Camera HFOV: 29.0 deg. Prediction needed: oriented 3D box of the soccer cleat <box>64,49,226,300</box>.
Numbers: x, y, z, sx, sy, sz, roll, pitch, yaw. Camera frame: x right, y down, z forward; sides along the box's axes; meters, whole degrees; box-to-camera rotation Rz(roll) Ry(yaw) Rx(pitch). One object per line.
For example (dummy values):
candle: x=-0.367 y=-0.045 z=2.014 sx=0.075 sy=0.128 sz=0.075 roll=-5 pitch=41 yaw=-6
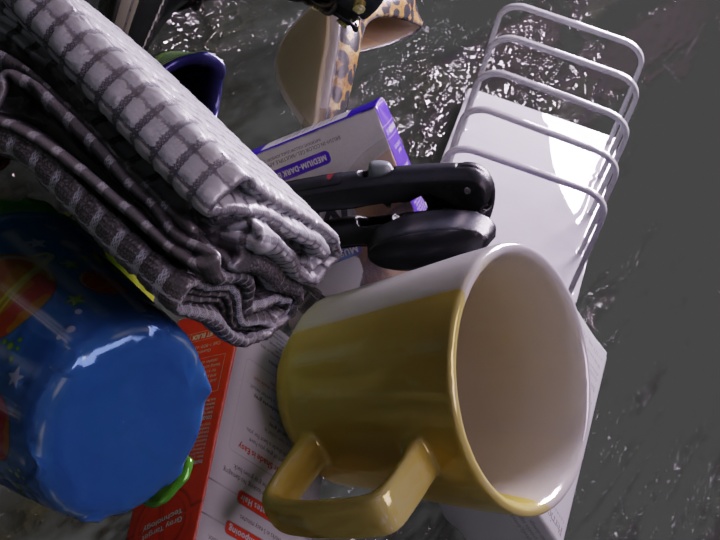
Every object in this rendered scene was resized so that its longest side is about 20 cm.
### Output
soccer cleat: x=-0.123 y=-0.045 z=0.806 sx=0.065 sy=0.083 sz=0.202 roll=37 pitch=49 yaw=-41

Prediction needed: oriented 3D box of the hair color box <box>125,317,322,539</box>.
hair color box: x=-0.077 y=0.133 z=0.824 sx=0.101 sy=0.061 sz=0.202 roll=41 pitch=46 yaw=-40

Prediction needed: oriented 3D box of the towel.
towel: x=-0.103 y=-0.044 z=0.663 sx=0.165 sy=0.086 sz=0.200 roll=43 pitch=3 yaw=12

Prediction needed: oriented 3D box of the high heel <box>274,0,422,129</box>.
high heel: x=0.006 y=-0.157 z=1.035 sx=0.142 sy=0.071 sz=0.202 roll=27 pitch=48 yaw=-40

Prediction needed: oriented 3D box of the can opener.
can opener: x=-0.012 y=-0.035 z=0.862 sx=0.079 sy=0.198 sz=0.064 roll=-32 pitch=120 yaw=-71

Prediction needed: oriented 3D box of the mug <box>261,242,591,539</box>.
mug: x=0.022 y=0.066 z=0.796 sx=0.186 sy=0.152 sz=0.151 roll=2 pitch=84 yaw=-53

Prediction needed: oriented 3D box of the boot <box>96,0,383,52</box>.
boot: x=-0.061 y=-0.172 z=0.815 sx=0.153 sy=0.073 sz=0.205 roll=26 pitch=75 yaw=-20

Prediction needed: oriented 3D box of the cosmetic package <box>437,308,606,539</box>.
cosmetic package: x=0.122 y=0.111 z=1.093 sx=0.113 sy=0.081 sz=0.201 roll=52 pitch=40 yaw=-32

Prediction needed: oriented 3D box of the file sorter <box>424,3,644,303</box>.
file sorter: x=0.138 y=-0.098 z=1.104 sx=0.125 sy=0.137 sz=0.201 roll=105 pitch=5 yaw=-48

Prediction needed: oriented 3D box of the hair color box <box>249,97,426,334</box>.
hair color box: x=0.000 y=0.000 z=0.929 sx=0.065 sy=0.108 sz=0.202 roll=-66 pitch=135 yaw=-76

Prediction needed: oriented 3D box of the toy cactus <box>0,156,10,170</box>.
toy cactus: x=-0.200 y=-0.133 z=0.739 sx=0.165 sy=0.101 sz=0.202 roll=22 pitch=52 yaw=-60

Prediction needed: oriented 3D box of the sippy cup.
sippy cup: x=-0.144 y=0.049 z=0.658 sx=0.177 sy=0.130 sz=0.141 roll=4 pitch=106 yaw=-47
